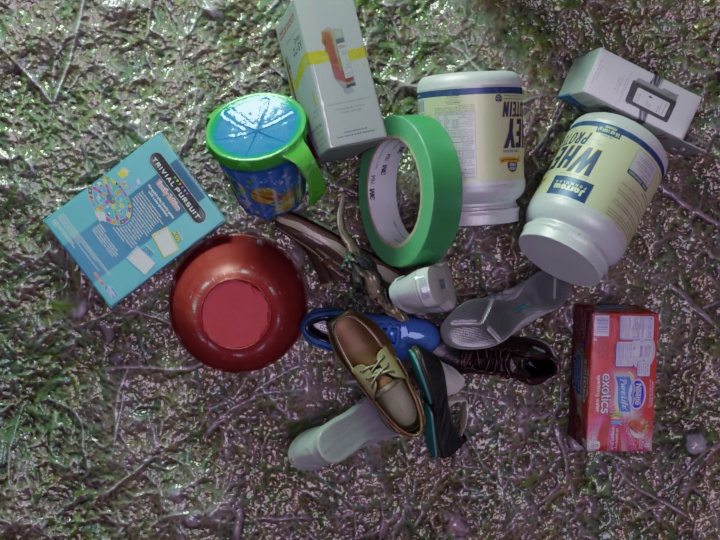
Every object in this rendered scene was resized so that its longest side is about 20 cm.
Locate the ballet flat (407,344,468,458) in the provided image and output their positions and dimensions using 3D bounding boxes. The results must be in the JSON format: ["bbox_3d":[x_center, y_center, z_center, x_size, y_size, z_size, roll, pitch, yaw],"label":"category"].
[{"bbox_3d":[0.115,0.178,1.498,0.068,0.068,0.201,-19,124,-9],"label":"ballet flat"}]

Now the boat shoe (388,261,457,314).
[{"bbox_3d":[0.087,0.031,1.442,0.068,0.200,0.073,-12,91,16],"label":"boat shoe"}]

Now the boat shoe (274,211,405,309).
[{"bbox_3d":[-0.038,-0.009,1.479,0.201,0.075,0.075,29,94,-8],"label":"boat shoe"}]

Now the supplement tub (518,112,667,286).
[{"bbox_3d":[0.314,-0.096,1.436,0.144,0.145,0.201,33,74,-7],"label":"supplement tub"}]

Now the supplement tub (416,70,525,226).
[{"bbox_3d":[0.152,-0.166,1.445,0.143,0.145,0.202,-4,96,-5],"label":"supplement tub"}]

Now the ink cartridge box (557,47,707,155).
[{"bbox_3d":[0.390,-0.233,1.474,0.199,0.116,0.068,24,92,-8],"label":"ink cartridge box"}]

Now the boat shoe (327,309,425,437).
[{"bbox_3d":[0.031,0.142,1.427,0.075,0.074,0.201,-37,104,-4],"label":"boat shoe"}]

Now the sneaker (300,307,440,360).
[{"bbox_3d":[0.014,0.091,1.479,0.198,0.078,0.067,6,90,2],"label":"sneaker"}]

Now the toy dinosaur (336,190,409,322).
[{"bbox_3d":[0.000,0.000,1.420,0.047,0.088,0.201,-18,109,27],"label":"toy dinosaur"}]

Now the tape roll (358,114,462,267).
[{"bbox_3d":[0.063,-0.106,1.414,0.048,0.200,0.203,-3,97,-28],"label":"tape roll"}]

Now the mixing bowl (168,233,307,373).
[{"bbox_3d":[-0.171,0.054,1.457,0.198,0.108,0.202,-1,97,-5],"label":"mixing bowl"}]

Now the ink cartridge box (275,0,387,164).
[{"bbox_3d":[-0.043,-0.254,1.405,0.083,0.145,0.202,-13,90,-14],"label":"ink cartridge box"}]

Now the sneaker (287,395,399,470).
[{"bbox_3d":[-0.014,0.225,1.507,0.199,0.115,0.074,-19,85,-38],"label":"sneaker"}]

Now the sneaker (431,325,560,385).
[{"bbox_3d":[0.190,0.120,1.491,0.198,0.116,0.076,4,95,-6],"label":"sneaker"}]

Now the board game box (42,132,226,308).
[{"bbox_3d":[-0.310,-0.070,1.462,0.199,0.047,0.151,-37,97,-1],"label":"board game box"}]

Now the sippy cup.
[{"bbox_3d":[-0.129,-0.146,1.419,0.138,0.179,0.131,-16,138,-4],"label":"sippy cup"}]

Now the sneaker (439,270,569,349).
[{"bbox_3d":[0.198,0.065,1.485,0.199,0.080,0.071,-21,80,-18],"label":"sneaker"}]

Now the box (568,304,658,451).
[{"bbox_3d":[0.362,0.153,1.520,0.099,0.095,0.202,0,96,-5],"label":"box"}]
